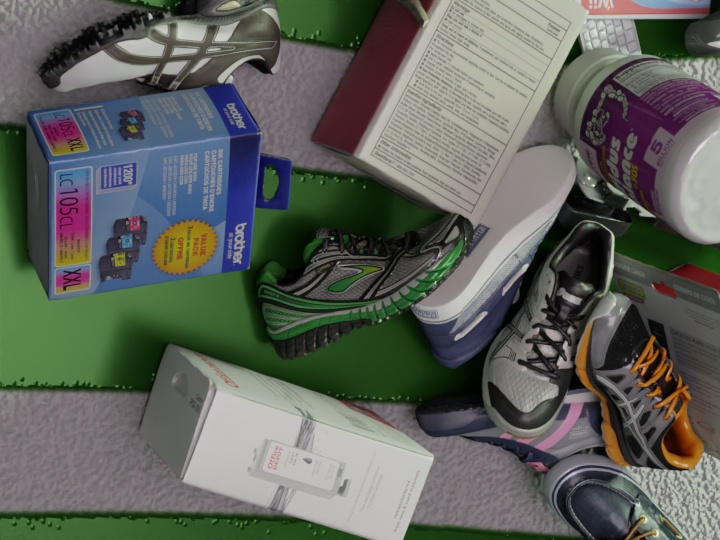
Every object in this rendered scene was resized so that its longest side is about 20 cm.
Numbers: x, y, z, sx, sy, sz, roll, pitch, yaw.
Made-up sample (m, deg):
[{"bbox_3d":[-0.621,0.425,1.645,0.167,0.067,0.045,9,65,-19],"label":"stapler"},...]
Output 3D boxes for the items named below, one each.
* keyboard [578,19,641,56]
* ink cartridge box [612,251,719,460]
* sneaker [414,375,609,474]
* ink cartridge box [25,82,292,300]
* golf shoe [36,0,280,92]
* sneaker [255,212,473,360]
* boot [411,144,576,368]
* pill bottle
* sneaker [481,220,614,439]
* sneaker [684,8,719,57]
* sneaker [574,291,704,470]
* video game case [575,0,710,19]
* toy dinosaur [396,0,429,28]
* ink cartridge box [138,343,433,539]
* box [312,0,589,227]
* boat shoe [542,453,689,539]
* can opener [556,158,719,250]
[{"bbox_3d":[0.198,-0.256,1.721,0.056,0.011,0.202,-21,107,-17],"label":"keyboard"},{"bbox_3d":[0.307,0.064,1.721,0.083,0.200,0.177,-23,109,-16],"label":"ink cartridge box"},{"bbox_3d":[0.142,0.141,1.743,0.198,0.070,0.083,-4,100,-19],"label":"sneaker"},{"bbox_3d":[-0.154,-0.063,1.558,0.198,0.077,0.137,-11,132,-21],"label":"ink cartridge box"},{"bbox_3d":[-0.148,-0.162,1.567,0.198,0.078,0.095,-22,107,-15],"label":"golf shoe"},{"bbox_3d":[0.000,0.000,1.617,0.199,0.078,0.086,-24,99,20],"label":"sneaker"},{"bbox_3d":[0.116,-0.013,1.714,0.200,0.072,0.091,-45,143,-19],"label":"boot"},{"bbox_3d":[0.244,-0.110,1.657,0.111,0.200,0.113,-13,121,-24],"label":"pill bottle"},{"bbox_3d":[0.157,0.042,1.682,0.075,0.088,0.201,22,60,2],"label":"sneaker"},{"bbox_3d":[0.354,-0.246,1.757,0.199,0.074,0.085,-25,101,-27],"label":"sneaker"},{"bbox_3d":[0.238,0.094,1.692,0.078,0.077,0.201,-53,138,-27],"label":"sneaker"},{"bbox_3d":[0.241,-0.316,1.717,0.142,0.017,0.202,-4,102,-26],"label":"video game case"},{"bbox_3d":[-0.008,-0.273,1.594,0.199,0.048,0.088,34,76,11],"label":"toy dinosaur"},{"bbox_3d":[-0.063,0.139,1.619,0.198,0.146,0.083,20,94,-23],"label":"ink cartridge box"},{"bbox_3d":[0.071,-0.157,1.636,0.127,0.109,0.201,29,89,-23],"label":"box"},{"bbox_3d":[0.243,0.236,1.765,0.071,0.091,0.200,-45,126,11],"label":"boat shoe"},{"bbox_3d":[0.263,-0.050,1.772,0.198,0.053,0.067,13,129,-22],"label":"can opener"}]
